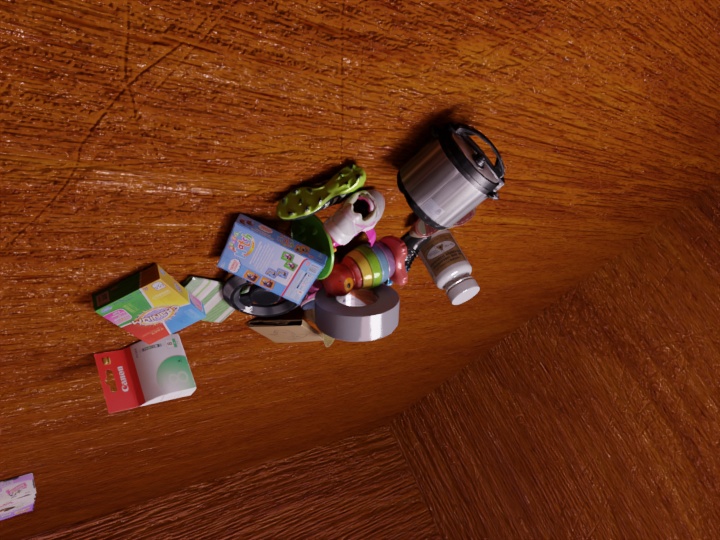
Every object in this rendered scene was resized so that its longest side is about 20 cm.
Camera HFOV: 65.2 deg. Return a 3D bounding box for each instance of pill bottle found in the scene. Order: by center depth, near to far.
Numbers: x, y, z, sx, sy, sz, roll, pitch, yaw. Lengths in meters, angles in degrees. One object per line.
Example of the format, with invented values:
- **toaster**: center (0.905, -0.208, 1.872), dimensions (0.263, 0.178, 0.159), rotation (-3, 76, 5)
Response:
- **pill bottle**: center (0.252, -0.009, 1.608), dimensions (0.114, 0.201, 0.115), rotation (-22, 155, -11)

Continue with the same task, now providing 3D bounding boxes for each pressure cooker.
- **pressure cooker**: center (0.199, -0.204, 1.194), dimensions (0.200, 0.179, 0.175), rotation (-41, 150, 29)

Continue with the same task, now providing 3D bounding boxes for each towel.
- **towel**: center (-0.367, 0.071, 1.349), dimensions (0.152, 0.023, 0.200), rotation (-39, 152, 23)

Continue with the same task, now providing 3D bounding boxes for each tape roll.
- **tape roll**: center (-0.009, 0.090, 1.324), dimensions (0.199, 0.200, 0.067), rotation (-13, 117, -30)

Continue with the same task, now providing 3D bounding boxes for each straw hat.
- **straw hat**: center (-0.114, 0.114, 1.607), dimensions (0.084, 0.202, 0.201), rotation (10, 159, 12)

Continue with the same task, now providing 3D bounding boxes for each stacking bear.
- **stacking bear**: center (0.000, 0.000, 1.325), dimensions (0.199, 0.114, 0.122), rotation (-23, 125, -29)

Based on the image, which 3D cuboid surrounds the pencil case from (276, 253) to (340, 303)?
- **pencil case**: center (-0.139, 0.022, 1.408), dimensions (0.200, 0.091, 0.094), rotation (-35, 160, 22)

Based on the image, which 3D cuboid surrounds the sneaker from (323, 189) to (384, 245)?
- **sneaker**: center (0.008, -0.127, 1.192), dimensions (0.088, 0.081, 0.200), rotation (-40, -175, 39)

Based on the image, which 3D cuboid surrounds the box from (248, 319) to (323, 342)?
- **box**: center (-0.211, 0.177, 1.638), dimensions (0.162, 0.021, 0.200), rotation (-3, 159, 14)

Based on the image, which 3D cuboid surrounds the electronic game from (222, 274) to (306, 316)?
- **electronic game**: center (-0.225, 0.051, 1.334), dimensions (0.198, 0.042, 0.201), rotation (-5, 146, -4)

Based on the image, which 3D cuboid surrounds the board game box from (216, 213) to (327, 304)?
- **board game box**: center (-0.190, -0.020, 1.191), dimensions (0.199, 0.037, 0.151), rotation (26, 136, -12)

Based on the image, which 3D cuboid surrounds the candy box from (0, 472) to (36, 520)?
- **candy box**: center (-1.148, 0.741, 1.814), dimensions (0.167, 0.072, 0.200), rotation (-7, 150, -38)

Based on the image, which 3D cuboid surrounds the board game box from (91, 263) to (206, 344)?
- **board game box**: center (-0.450, 0.079, 1.221), dimensions (0.152, 0.040, 0.200), rotation (-26, 149, 1)

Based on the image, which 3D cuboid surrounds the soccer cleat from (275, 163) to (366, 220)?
- **soccer cleat**: center (-0.077, -0.151, 1.157), dimensions (0.199, 0.068, 0.081), rotation (-27, 164, -5)

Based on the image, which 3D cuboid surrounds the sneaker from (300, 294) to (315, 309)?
- **sneaker**: center (-0.057, 0.096, 1.460), dimensions (0.198, 0.085, 0.075), rotation (-10, 168, 7)

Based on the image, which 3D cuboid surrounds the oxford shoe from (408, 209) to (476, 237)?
- **oxford shoe**: center (0.216, -0.140, 1.503), dimensions (0.199, 0.071, 0.075), rotation (-19, -179, -21)

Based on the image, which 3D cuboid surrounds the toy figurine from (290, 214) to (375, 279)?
- **toy figurine**: center (-0.054, -0.072, 1.286), dimensions (0.183, 0.151, 0.200), rotation (-21, 178, -37)

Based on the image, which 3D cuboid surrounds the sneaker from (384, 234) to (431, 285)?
- **sneaker**: center (0.128, -0.037, 1.571), dimensions (0.200, 0.082, 0.073), rotation (-39, 154, 24)

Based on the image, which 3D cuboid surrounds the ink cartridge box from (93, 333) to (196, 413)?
- **ink cartridge box**: center (-0.518, 0.242, 1.360), dimensions (0.199, 0.162, 0.050), rotation (-4, 146, -41)
